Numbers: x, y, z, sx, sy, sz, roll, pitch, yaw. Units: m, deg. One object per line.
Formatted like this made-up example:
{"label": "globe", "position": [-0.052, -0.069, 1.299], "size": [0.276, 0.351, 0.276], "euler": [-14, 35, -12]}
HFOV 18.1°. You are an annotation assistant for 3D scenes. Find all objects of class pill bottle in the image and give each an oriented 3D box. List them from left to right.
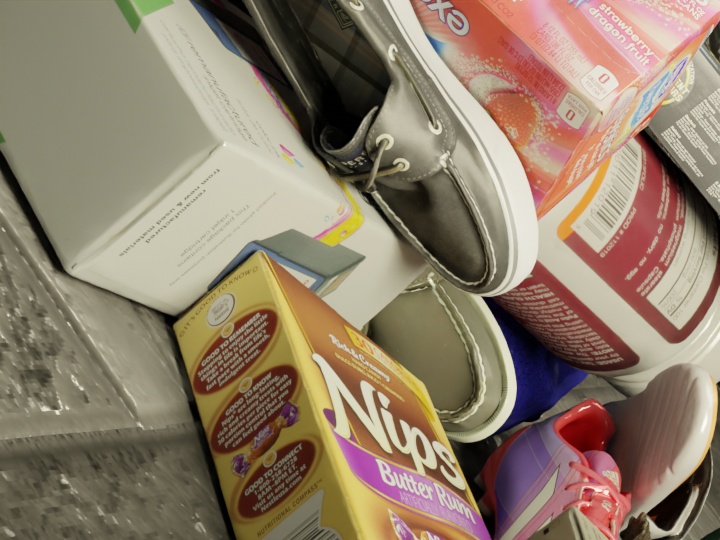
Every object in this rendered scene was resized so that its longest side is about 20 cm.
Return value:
{"label": "pill bottle", "position": [0.115, -0.017, 1.138], "size": [0.200, 0.114, 0.115], "euler": [41, 16, -45]}

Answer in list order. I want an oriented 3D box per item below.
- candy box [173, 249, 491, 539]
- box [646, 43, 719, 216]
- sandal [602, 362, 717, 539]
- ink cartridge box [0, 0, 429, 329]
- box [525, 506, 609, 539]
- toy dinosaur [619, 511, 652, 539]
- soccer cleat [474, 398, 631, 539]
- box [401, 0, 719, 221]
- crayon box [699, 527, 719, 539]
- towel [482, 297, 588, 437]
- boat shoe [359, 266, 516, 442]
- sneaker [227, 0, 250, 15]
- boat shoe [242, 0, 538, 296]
{"label": "candy box", "position": [-0.001, 0.094, 0.883], "size": [0.117, 0.056, 0.201], "euler": [40, 16, -37]}
{"label": "box", "position": [0.161, -0.092, 1.140], "size": [0.200, 0.049, 0.161], "euler": [49, 13, -14]}
{"label": "sandal", "position": [0.156, 0.103, 1.157], "size": [0.059, 0.080, 0.207], "euler": [13, -18, -10]}
{"label": "ink cartridge box", "position": [-0.072, -0.054, 0.976], "size": [0.146, 0.087, 0.200], "euler": [57, 13, 27]}
{"label": "box", "position": [0.127, 0.200, 0.963], "size": [0.200, 0.082, 0.068], "euler": [44, 14, -20]}
{"label": "toy dinosaur", "position": [0.156, 0.187, 1.108], "size": [0.102, 0.077, 0.200], "euler": [36, 14, -18]}
{"label": "soccer cleat", "position": [0.100, 0.127, 1.077], "size": [0.067, 0.076, 0.200], "euler": [44, 13, -18]}
{"label": "box", "position": [0.046, -0.132, 0.998], "size": [0.200, 0.095, 0.102], "euler": [43, 54, 10]}
{"label": "crayon box", "position": [0.103, 0.189, 0.791], "size": [0.126, 0.199, 0.052], "euler": [55, -29, 6]}
{"label": "towel", "position": [0.083, -0.023, 1.230], "size": [0.148, 0.049, 0.202], "euler": [-36, 119, -63]}
{"label": "boat shoe", "position": [-0.002, 0.002, 1.094], "size": [0.202, 0.072, 0.060], "euler": [50, 11, 27]}
{"label": "sneaker", "position": [-0.014, -0.127, 1.206], "size": [0.199, 0.085, 0.075], "euler": [4, 32, -35]}
{"label": "boat shoe", "position": [0.005, -0.069, 0.948], "size": [0.066, 0.070, 0.201], "euler": [-40, 109, -45]}
